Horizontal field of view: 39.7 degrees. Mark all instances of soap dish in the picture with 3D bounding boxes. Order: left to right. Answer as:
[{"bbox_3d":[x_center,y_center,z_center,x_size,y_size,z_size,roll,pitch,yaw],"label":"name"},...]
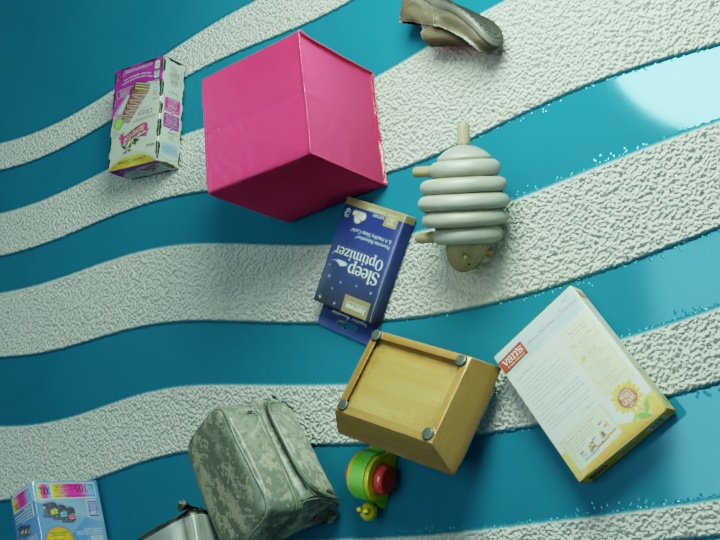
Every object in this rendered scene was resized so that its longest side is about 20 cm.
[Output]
[{"bbox_3d":[0.070,0.169,1.343,0.199,0.081,0.158,13,66,38],"label":"soap dish"}]

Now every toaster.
[{"bbox_3d":[-0.244,0.436,1.480,0.180,0.199,0.120,-34,57,26],"label":"toaster"}]

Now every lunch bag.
[{"bbox_3d":[-0.135,0.289,1.449,0.140,0.167,0.201,-52,55,31],"label":"lunch bag"}]

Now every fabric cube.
[{"bbox_3d":[-0.101,-0.211,1.513,0.198,0.195,0.202,-18,69,33],"label":"fabric cube"}]

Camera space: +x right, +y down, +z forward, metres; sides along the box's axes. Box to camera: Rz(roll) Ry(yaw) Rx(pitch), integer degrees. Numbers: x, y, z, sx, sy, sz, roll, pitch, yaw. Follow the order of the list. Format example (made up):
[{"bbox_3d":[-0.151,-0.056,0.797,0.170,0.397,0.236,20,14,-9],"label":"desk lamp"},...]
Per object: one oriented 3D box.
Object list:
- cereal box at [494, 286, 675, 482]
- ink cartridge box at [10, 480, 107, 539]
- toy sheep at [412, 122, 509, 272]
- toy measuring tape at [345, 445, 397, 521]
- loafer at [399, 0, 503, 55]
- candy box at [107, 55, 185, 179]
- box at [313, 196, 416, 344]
[{"bbox_3d":[0.275,0.140,1.247,0.144,0.039,0.201,-45,57,21],"label":"cereal box"},{"bbox_3d":[-0.509,0.469,1.713,0.076,0.136,0.202,-34,62,32],"label":"ink cartridge box"},{"bbox_3d":[0.137,-0.098,1.350,0.137,0.137,0.202,-1,98,37],"label":"toy sheep"},{"bbox_3d":[0.019,0.250,1.400,0.073,0.073,0.202,4,83,38],"label":"toy measuring tape"},{"bbox_3d":[0.130,-0.355,1.456,0.200,0.073,0.071,43,117,40],"label":"loafer"},{"bbox_3d":[-0.395,-0.280,1.838,0.135,0.061,0.202,-8,76,35],"label":"candy box"},{"bbox_3d":[0.000,0.000,1.494,0.120,0.032,0.202,20,93,38],"label":"box"}]
